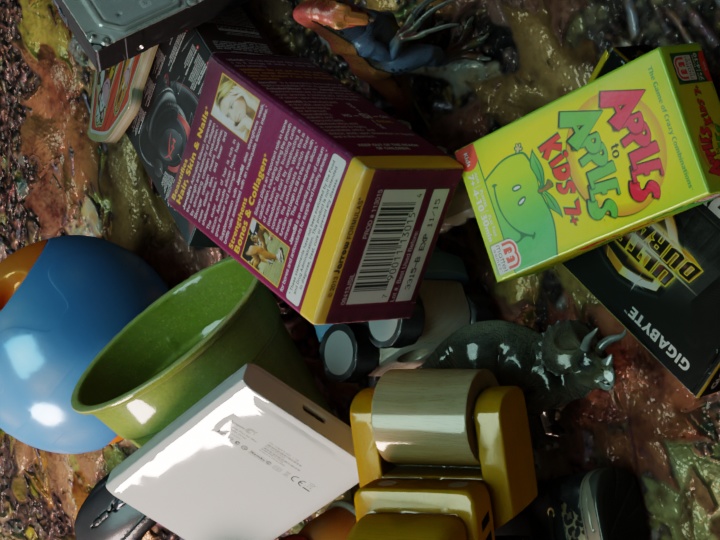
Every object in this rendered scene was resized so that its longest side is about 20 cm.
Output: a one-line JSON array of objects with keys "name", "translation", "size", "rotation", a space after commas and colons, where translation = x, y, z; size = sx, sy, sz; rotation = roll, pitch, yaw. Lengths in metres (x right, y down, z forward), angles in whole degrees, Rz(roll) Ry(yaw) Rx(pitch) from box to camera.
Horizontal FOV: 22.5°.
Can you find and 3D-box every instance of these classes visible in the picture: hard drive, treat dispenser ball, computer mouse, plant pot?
[{"name": "hard drive", "translation": [-0.094, 0.157, 1.423], "size": [0.132, 0.026, 0.200], "rotation": [35, 134, -19]}, {"name": "hard drive", "translation": [-0.163, -0.264, 1.498], "size": [0.140, 0.200, 0.038], "rotation": [56, 164, 22]}, {"name": "treat dispenser ball", "translation": [-0.265, 0.067, 1.667], "size": [0.201, 0.201, 0.201], "rotation": [12, 108, 43]}, {"name": "computer mouse", "translation": [-0.252, 0.213, 1.798], "size": [0.200, 0.046, 0.141], "rotation": [-43, 70, 42]}, {"name": "plant pot", "translation": [-0.106, 0.119, 1.524], "size": [0.200, 0.200, 0.190], "rotation": [-19, 115, 46]}]

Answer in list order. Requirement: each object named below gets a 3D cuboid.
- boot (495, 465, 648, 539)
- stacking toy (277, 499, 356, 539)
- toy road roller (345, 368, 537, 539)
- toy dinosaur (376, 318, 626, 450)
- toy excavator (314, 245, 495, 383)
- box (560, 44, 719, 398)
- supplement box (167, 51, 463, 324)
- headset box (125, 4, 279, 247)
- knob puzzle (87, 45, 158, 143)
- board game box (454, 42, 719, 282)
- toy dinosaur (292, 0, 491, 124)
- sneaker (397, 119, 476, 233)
[{"name": "boot", "translation": [0.148, 0.250, 1.381], "size": [0.150, 0.073, 0.200], "rotation": [-7, 90, 45]}, {"name": "stacking toy", "translation": [-0.071, 0.284, 1.506], "size": [0.146, 0.200, 0.146], "rotation": [42, 140, 51]}, {"name": "toy road roller", "translation": [0.047, 0.178, 1.300], "size": [0.123, 0.146, 0.200], "rotation": [-2, 100, 28]}, {"name": "toy dinosaur", "translation": [0.113, 0.077, 1.369], "size": [0.200, 0.077, 0.103], "rotation": [7, 101, 29]}, {"name": "toy excavator", "translation": [0.000, 0.000, 1.476], "size": [0.194, 0.100, 0.200], "rotation": [-38, 58, 44]}, {"name": "box", "translation": [0.216, -0.037, 1.265], "size": [0.200, 0.049, 0.160], "rotation": [48, 127, 28]}, {"name": "supplement box", "translation": [-0.038, -0.063, 1.351], "size": [0.200, 0.103, 0.131], "rotation": [39, 120, 39]}, {"name": "headset box", "translation": [-0.121, -0.125, 1.536], "size": [0.200, 0.075, 0.149], "rotation": [57, 134, 40]}, {"name": "knob puzzle", "translation": [-0.220, -0.202, 1.616], "size": [0.220, 0.030, 0.220], "rotation": [-170, 90, -69]}, {"name": "board game box", "translation": [0.161, -0.071, 1.245], "size": [0.200, 0.048, 0.102], "rotation": [-25, 80, 46]}, {"name": "toy dinosaur", "translation": [0.013, -0.165, 1.345], "size": [0.105, 0.181, 0.200], "rotation": [37, 124, 34]}, {"name": "sneaker", "translation": [0.029, -0.079, 1.414], "size": [0.200, 0.075, 0.082], "rotation": [10, 123, 44]}]
